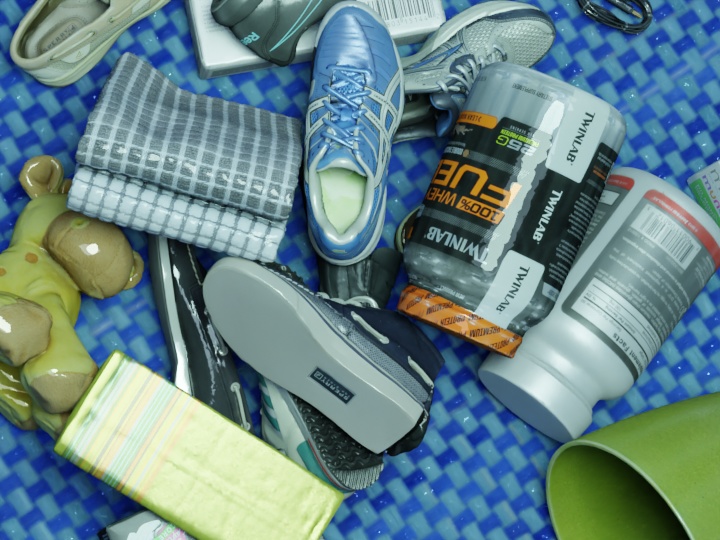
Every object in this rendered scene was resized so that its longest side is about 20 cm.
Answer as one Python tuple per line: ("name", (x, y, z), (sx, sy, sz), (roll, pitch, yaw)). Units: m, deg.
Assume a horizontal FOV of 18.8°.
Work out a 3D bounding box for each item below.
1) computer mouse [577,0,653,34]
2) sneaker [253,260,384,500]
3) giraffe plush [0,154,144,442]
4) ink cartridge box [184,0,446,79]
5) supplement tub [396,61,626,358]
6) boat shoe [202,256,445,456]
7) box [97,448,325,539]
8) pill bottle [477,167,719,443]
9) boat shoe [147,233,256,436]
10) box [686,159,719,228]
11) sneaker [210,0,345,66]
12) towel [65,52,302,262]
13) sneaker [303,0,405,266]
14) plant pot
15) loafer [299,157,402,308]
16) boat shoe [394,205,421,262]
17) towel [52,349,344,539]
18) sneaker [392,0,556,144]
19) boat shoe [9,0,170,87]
("computer mouse", (0.155, -0.257, 1.782), (0.200, 0.034, 0.059), (38, 61, -7))
("sneaker", (-0.059, 0.093, 1.665), (0.070, 0.093, 0.200), (-14, 71, -40))
("giraffe plush", (-0.234, 0.013, 1.634), (0.200, 0.173, 0.162), (29, 64, 31))
("ink cartridge box", (-0.047, -0.257, 1.739), (0.200, 0.045, 0.177), (-10, 84, -11))
("supplement tub", (0.109, -0.044, 1.622), (0.122, 0.123, 0.200), (23, 87, -5))
("boat shoe", (-0.025, 0.046, 1.615), (0.200, 0.075, 0.093), (43, 37, -10))
("box", (-0.089, 0.254, 1.619), (0.148, 0.124, 0.200), (-23, 87, -12))
("pill bottle", (0.186, 0.028, 1.699), (0.116, 0.116, 0.200), (38, 79, -2))
("boat shoe", (-0.123, 0.042, 1.670), (0.060, 0.074, 0.200), (-10, 86, -10))
("box", (0.391, -0.028, 1.749), (0.176, 0.097, 0.200), (-26, 87, -11))
("sneaker", (-0.027, -0.246, 1.692), (0.200, 0.075, 0.079), (-46, 106, -5))
("towel", (-0.126, -0.087, 1.623), (0.165, 0.200, 0.086), (14, 109, -6))
("sneaker", (-0.004, -0.103, 1.628), (0.076, 0.077, 0.200), (0, 91, 2))
("plant pot", (0.278, 0.169, 1.677), (0.200, 0.187, 0.187), (-28, 87, -27))
("loafer", (0.000, 0.000, 1.697), (0.070, 0.068, 0.201), (-10, 80, -1))
("boat shoe", (0.122, -0.065, 1.722), (0.202, 0.075, 0.075), (-38, 89, -12))
("towel", (-0.116, 0.144, 1.558), (0.200, 0.018, 0.086), (33, 81, -7))
("sneaker", (0.071, -0.142, 1.711), (0.200, 0.085, 0.077), (-26, 127, -5))
("boat shoe", (-0.192, -0.226, 1.677), (0.200, 0.065, 0.072), (-45, 76, 3))
